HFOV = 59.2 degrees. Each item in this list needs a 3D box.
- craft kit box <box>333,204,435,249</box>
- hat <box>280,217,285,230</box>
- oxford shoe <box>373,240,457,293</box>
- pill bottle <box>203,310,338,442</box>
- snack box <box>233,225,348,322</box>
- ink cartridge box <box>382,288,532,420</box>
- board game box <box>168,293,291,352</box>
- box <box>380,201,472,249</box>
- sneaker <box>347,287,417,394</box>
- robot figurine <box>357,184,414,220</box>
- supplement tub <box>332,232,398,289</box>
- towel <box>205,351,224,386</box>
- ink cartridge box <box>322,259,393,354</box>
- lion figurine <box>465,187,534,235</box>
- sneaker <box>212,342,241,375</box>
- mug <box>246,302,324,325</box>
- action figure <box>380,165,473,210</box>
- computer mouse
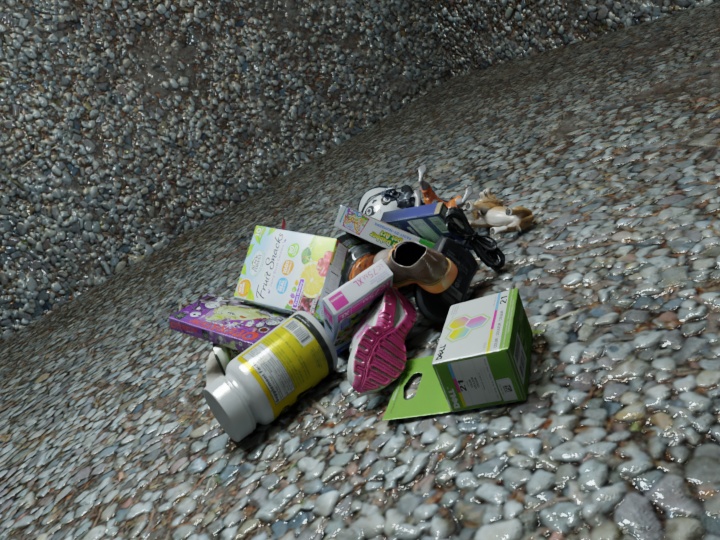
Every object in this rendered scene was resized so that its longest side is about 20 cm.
[{"bbox_3d":[0.054,-0.064,1.182,0.192,0.050,0.200,20,5,3],"label":"craft kit box"},{"bbox_3d":[-0.220,-0.033,1.519,0.195,0.180,0.166,-22,18,11],"label":"hat"},{"bbox_3d":[0.070,-0.020,0.994,0.072,0.073,0.198,-56,27,-15],"label":"oxford shoe"},{"bbox_3d":[-0.139,0.164,0.991,0.198,0.117,0.113,-36,21,-27],"label":"pill bottle"},{"bbox_3d":[-0.129,0.004,1.171,0.195,0.053,0.146,11,77,33],"label":"snack box"},{"bbox_3d":[0.120,0.113,0.837,0.195,0.077,0.148,-16,21,25],"label":"ink cartridge box"},{"bbox_3d":[-0.236,0.094,1.153,0.195,0.033,0.120,12,30,26],"label":"board game box"},{"bbox_3d":[0.122,-0.081,1.284,0.197,0.121,0.033,-5,54,48],"label":"box"},{"bbox_3d":[0.023,0.118,0.957,0.088,0.081,0.201,-46,6,37],"label":"sneaker"},{"bbox_3d":[0.053,-0.132,1.497,0.121,0.155,0.201,10,16,-9],"label":"robot figurine"},{"bbox_3d":[0.000,0.000,1.227,0.120,0.125,0.200,-28,18,-9],"label":"supplement tub"},{"bbox_3d":[-0.234,0.172,1.225,0.130,0.035,0.200,-29,19,-5],"label":"towel"},{"bbox_3d":[-0.005,0.072,1.050,0.118,0.042,0.201,-33,-21,-17],"label":"ink cartridge box"},{"bbox_3d":[0.278,-0.105,1.234,0.119,0.075,0.199,-4,22,-31],"label":"lion figurine"},{"bbox_3d":[-0.221,0.124,1.199,0.086,0.079,0.201,-12,27,1],"label":"sneaker"},{"bbox_3d":[-0.137,0.055,1.260,0.148,0.114,0.190,-20,60,20],"label":"mug"},{"bbox_3d":[0.132,-0.125,1.324,0.194,0.196,0.107,14,57,4],"label":"action figure"},{"bbox_3d":[0.148,0.007,1.052,0.201,0.138,0.053,-52,9,-29],"label":"computer mouse"}]
